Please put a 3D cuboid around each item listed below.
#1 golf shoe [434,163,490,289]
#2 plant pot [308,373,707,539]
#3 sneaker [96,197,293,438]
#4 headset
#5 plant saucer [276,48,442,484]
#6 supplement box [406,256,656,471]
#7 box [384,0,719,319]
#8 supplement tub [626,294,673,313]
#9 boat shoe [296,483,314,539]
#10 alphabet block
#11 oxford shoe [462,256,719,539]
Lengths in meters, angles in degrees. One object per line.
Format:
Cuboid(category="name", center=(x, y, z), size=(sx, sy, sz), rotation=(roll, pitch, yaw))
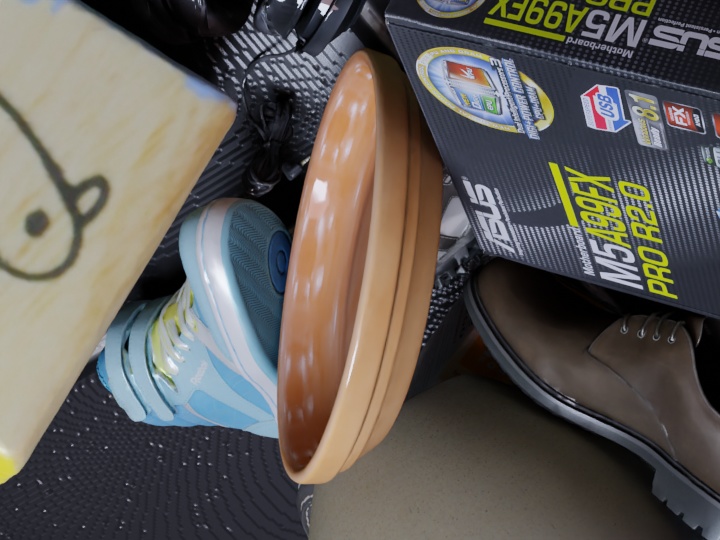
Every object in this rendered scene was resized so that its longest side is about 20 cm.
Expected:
Cuboid(category="golf shoe", center=(0.040, -0.045, 1.125), size=(0.200, 0.078, 0.095), rotation=(-35, 89, 33))
Cuboid(category="plant pot", center=(0.053, 0.130, 1.089), size=(0.200, 0.200, 0.135), rotation=(-41, 74, 35))
Cuboid(category="sneaker", center=(-0.090, 0.030, 1.173), size=(0.130, 0.080, 0.200), rotation=(2, 147, 18))
Cuboid(category="headset", center=(-0.054, -0.127, 1.066), size=(0.123, 0.094, 0.200), rotation=(6, 143, 12))
Cuboid(category="plant saucer", center=(0.000, 0.000, 1.032), size=(0.037, 0.200, 0.200), rotation=(8, 129, -11))
Cuboid(category="supplement box", center=(0.074, 0.100, 1.206), size=(0.126, 0.074, 0.200), rotation=(29, 127, -6))
Cuboid(category="box", center=(0.110, -0.051, 0.939), size=(0.160, 0.044, 0.200), rotation=(16, 157, 22))
Cuboid(category="supplement tub", center=(0.211, -0.026, 1.054), size=(0.107, 0.107, 0.200), rotation=(35, 129, -10))
Cuboid(category="boat shoe", center=(0.037, 0.184, 1.196), size=(0.067, 0.057, 0.200), rotation=(-29, 114, 33))
Cuboid(category="alphabet block", center=(-0.203, -0.026, 1.073), size=(0.195, 0.200, 0.196), rotation=(31, 162, -7))
Cuboid(category="oxford shoe", center=(0.134, 0.041, 1.046), size=(0.200, 0.073, 0.085), rotation=(35, 123, 25))
